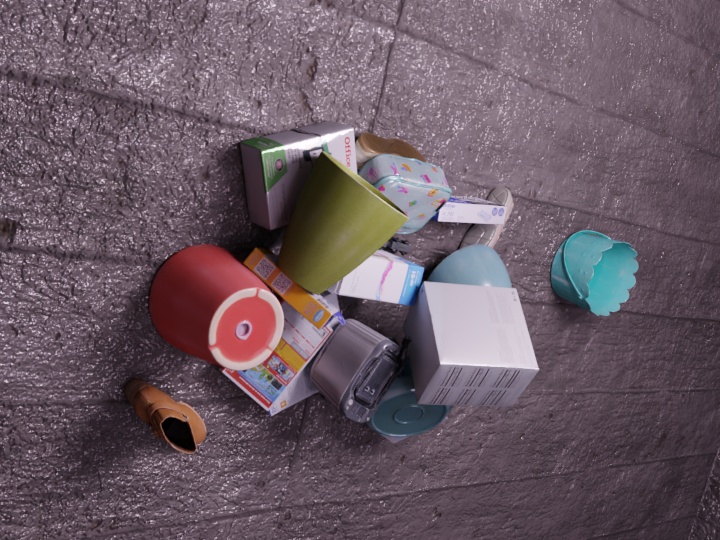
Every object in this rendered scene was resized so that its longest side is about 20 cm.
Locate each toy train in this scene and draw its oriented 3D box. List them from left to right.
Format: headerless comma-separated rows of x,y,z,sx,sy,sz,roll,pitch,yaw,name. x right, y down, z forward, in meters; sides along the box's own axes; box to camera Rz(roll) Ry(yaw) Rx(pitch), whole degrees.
0.022,-0.065,1.571,0.199,0.046,0.034,12,102,-42,toy train

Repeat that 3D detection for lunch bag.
0.071,-0.140,1.521,0.199,0.078,0.161,7,139,-38,lunch bag

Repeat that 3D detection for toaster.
-0.005,0.183,1.516,0.201,0.129,0.114,-57,140,-3,toaster

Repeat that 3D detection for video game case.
-0.154,0.148,1.472,0.200,0.017,0.143,-50,128,-13,video game case

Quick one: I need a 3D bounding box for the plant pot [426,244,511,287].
0.253,0.063,1.700,0.199,0.135,0.201,-19,137,-19,plant pot

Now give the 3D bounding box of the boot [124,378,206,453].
-0.310,0.269,1.348,0.077,0.155,0.201,-45,128,-17,boot

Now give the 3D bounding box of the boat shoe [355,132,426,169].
0.056,-0.215,1.538,0.199,0.073,0.065,6,138,-45,boat shoe

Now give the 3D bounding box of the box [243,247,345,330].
-0.111,0.038,1.383,0.200,0.119,0.042,43,93,3,box

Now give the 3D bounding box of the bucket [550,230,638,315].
0.593,0.003,1.998,0.206,0.134,0.209,-15,115,-35,bucket

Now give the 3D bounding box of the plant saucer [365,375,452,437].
0.097,0.285,1.596,0.198,0.028,0.201,-6,137,-6,plant saucer

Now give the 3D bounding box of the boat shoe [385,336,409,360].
0.055,0.175,1.672,0.200,0.071,0.068,39,45,-37,boat shoe

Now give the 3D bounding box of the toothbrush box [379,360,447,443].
0.070,0.270,1.658,0.146,0.086,0.200,-28,135,21,toothbrush box

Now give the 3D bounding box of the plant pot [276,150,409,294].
-0.049,-0.066,1.334,0.187,0.187,0.201,29,101,-41,plant pot

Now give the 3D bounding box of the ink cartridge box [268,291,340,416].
-0.121,0.158,1.539,0.199,0.043,0.198,-23,119,-27,ink cartridge box

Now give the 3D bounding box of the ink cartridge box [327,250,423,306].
0.000,0.000,1.509,0.199,0.144,0.085,9,100,-40,ink cartridge box

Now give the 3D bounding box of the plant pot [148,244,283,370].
-0.234,0.072,1.325,0.199,0.177,0.202,-14,115,-34,plant pot

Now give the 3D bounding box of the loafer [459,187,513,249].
0.292,-0.089,1.769,0.063,0.072,0.201,39,77,-48,loafer

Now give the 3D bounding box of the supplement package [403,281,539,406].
0.207,0.145,1.517,0.198,0.192,0.148,5,140,-15,supplement package

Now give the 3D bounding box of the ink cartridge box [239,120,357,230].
-0.105,-0.175,1.402,0.199,0.084,0.147,-21,119,-31,ink cartridge box

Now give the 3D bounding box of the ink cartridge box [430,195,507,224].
0.209,-0.131,1.666,0.199,0.094,0.045,-1,106,-39,ink cartridge box
